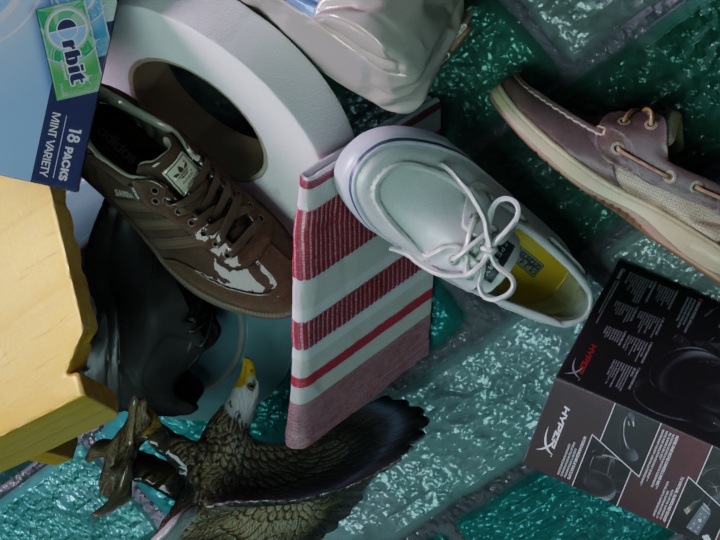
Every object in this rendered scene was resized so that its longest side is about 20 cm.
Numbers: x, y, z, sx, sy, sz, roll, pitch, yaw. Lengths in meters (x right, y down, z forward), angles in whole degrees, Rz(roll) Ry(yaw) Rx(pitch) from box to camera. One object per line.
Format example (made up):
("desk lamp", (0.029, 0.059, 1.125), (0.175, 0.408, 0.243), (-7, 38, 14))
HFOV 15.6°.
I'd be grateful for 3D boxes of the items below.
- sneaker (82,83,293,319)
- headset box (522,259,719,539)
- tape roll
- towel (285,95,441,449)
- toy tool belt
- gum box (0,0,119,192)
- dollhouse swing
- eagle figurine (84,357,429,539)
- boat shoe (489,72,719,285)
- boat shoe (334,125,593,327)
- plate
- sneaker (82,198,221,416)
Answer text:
("sneaker", (-0.112, -0.043, 1.638), (0.200, 0.071, 0.076), (36, 166, 5))
("headset box", (0.220, 0.094, 1.616), (0.200, 0.149, 0.077), (24, 126, 7))
("tape roll", (-0.092, -0.104, 1.646), (0.202, 0.037, 0.203), (29, 153, 16))
("towel", (0.000, 0.000, 1.658), (0.023, 0.144, 0.201), (23, 127, 28))
("toy tool belt", (-0.016, -0.195, 1.580), (0.200, 0.123, 0.125), (33, 160, 9))
("gum box", (-0.247, -0.151, 1.548), (0.199, 0.045, 0.170), (12, 94, -10))
("dollhouse swing", (-0.199, 0.019, 1.698), (0.181, 0.176, 0.201), (-25, 70, 32))
("eagle figurine", (-0.069, 0.133, 1.732), (0.199, 0.152, 0.151), (16, 106, -14))
("boat shoe", (0.172, -0.068, 1.598), (0.200, 0.072, 0.072), (37, 97, 12))
("boat shoe", (0.072, -0.016, 1.596), (0.202, 0.086, 0.075), (35, 97, -38))
("plate", (-0.139, 0.024, 1.804), (0.200, 0.026, 0.201), (11, 124, 17))
("sneaker", (-0.137, 0.016, 1.749), (0.090, 0.076, 0.200), (10, 130, 7))
